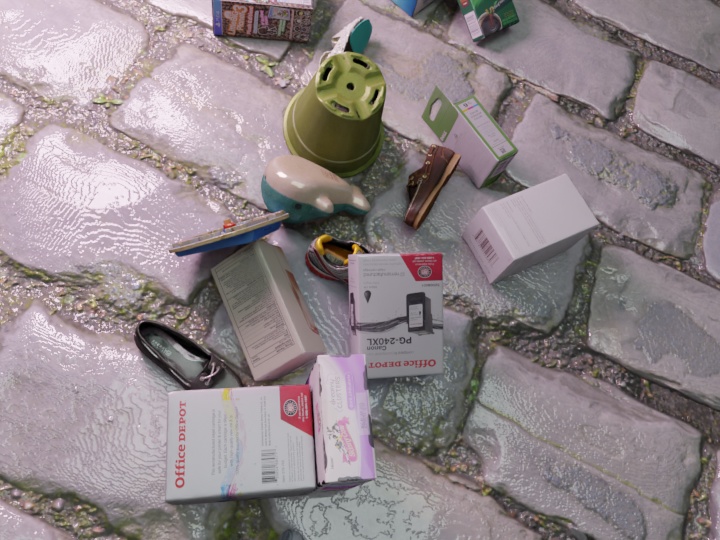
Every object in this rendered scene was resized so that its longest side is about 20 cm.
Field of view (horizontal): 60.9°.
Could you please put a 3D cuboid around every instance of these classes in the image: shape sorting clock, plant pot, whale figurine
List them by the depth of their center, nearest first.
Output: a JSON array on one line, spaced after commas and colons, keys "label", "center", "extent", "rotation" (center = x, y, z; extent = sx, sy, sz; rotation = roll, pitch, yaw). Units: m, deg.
[{"label": "shape sorting clock", "center": [-0.212, -0.064, 0.990], "extent": [0.200, 0.200, 0.039], "rotation": [-15, 100, -18]}, {"label": "plant pot", "center": [-0.033, -0.289, 1.101], "extent": [0.199, 0.190, 0.201], "rotation": [2, 81, -11]}, {"label": "whale figurine", "center": [-0.084, -0.131, 1.103], "extent": [0.200, 0.104, 0.159], "rotation": [12, 30, -30]}]

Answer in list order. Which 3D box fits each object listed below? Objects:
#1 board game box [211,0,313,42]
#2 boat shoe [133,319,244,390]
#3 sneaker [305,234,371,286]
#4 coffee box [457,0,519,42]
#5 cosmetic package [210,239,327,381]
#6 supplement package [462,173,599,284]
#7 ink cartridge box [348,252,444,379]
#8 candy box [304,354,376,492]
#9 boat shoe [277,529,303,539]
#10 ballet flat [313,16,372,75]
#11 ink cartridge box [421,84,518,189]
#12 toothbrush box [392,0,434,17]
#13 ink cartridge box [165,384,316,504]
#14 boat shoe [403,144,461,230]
[{"label": "board game box", "center": [-0.202, -0.571, 1.259], "extent": [0.199, 0.097, 0.160], "rotation": [1, 67, -11]}, {"label": "boat shoe", "center": [-0.271, 0.144, 0.958], "extent": [0.200, 0.057, 0.067], "rotation": [33, 64, 3]}, {"label": "sneaker", "center": [0.000, 0.000, 1.063], "extent": [0.200, 0.082, 0.078], "rotation": [21, 64, -3]}, {"label": "coffee box", "center": [0.268, -0.626, 1.361], "extent": [0.123, 0.044, 0.200], "rotation": [-31, 105, -25]}, {"label": "cosmetic package", "center": [-0.147, 0.064, 0.982], "extent": [0.103, 0.087, 0.200], "rotation": [-29, 73, 17]}, {"label": "supplement package", "center": [0.314, -0.077, 1.143], "extent": [0.200, 0.117, 0.117], "rotation": [-21, 72, -19]}, {"label": "ink cartridge box", "center": [0.058, 0.072, 1.003], "extent": [0.145, 0.083, 0.201], "rotation": [-2, 92, -12]}, {"label": "candy box", "center": [-0.037, 0.228, 0.892], "extent": [0.071, 0.200, 0.168], "rotation": [0, 68, -12]}, {"label": "boat shoe", "center": [-0.115, 0.469, 0.854], "extent": [0.062, 0.072, 0.200], "rotation": [26, 71, -19]}, {"label": "ballet flat", "center": [-0.041, -0.453, 1.262], "extent": [0.072, 0.072, 0.200], "rotation": [26, 64, 0]}, {"label": "ink cartridge box", "center": [0.214, -0.273, 1.214], "extent": [0.059, 0.104, 0.200], "rotation": [-30, 75, -22]}, {"label": "toothbrush box", "center": [0.098, -0.695, 1.382], "extent": [0.200, 0.085, 0.146], "rotation": [43, 66, 7]}, {"label": "ink cartridge box", "center": [-0.174, 0.254, 0.882], "extent": [0.199, 0.145, 0.146], "rotation": [0, 68, -12]}, {"label": "boat shoe", "center": [0.123, -0.163, 1.170], "extent": [0.070, 0.070, 0.200], "rotation": [28, 57, 6]}]
